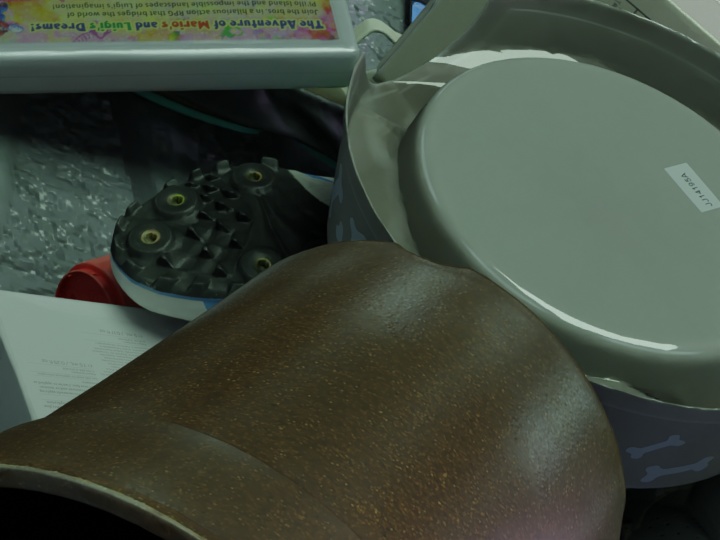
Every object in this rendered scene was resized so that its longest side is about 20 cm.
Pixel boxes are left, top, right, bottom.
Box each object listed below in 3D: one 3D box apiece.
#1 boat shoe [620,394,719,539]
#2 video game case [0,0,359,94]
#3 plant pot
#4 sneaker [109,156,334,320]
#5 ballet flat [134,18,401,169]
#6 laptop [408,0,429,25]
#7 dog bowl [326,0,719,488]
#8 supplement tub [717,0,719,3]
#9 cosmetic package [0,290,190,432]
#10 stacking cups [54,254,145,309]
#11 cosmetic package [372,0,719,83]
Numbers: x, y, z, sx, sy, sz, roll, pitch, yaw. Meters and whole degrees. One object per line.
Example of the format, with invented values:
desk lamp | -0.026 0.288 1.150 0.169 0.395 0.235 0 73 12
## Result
boat shoe | 0.107 0.074 0.981 0.069 0.071 0.200 46 1 -44
video game case | -0.113 -0.138 1.112 0.199 0.024 0.183 -2 46 -13
plant pot | -0.028 0.100 0.808 0.200 0.200 0.198 41 37 5
sneaker | 0.000 0.000 1.009 0.199 0.073 0.072 -5 45 -31
ballet flat | -0.023 -0.082 1.150 0.199 0.073 0.073 25 36 -18
laptop | 0.127 -0.111 1.288 0.187 0.201 0.116 25 2 -19
dog bowl | 0.079 -0.010 0.959 0.199 0.059 0.201 15 42 -14
supplement tub | 0.172 -0.063 1.212 0.199 0.132 0.132 27 35 -16
cosmetic package | -0.044 0.062 0.979 0.199 0.051 0.083 9 39 -37
stacking cups | -0.025 -0.003 1.056 0.199 0.061 0.061 -17 61 -45
cosmetic package | 0.114 -0.056 1.092 0.200 0.105 0.071 42 18 -3
